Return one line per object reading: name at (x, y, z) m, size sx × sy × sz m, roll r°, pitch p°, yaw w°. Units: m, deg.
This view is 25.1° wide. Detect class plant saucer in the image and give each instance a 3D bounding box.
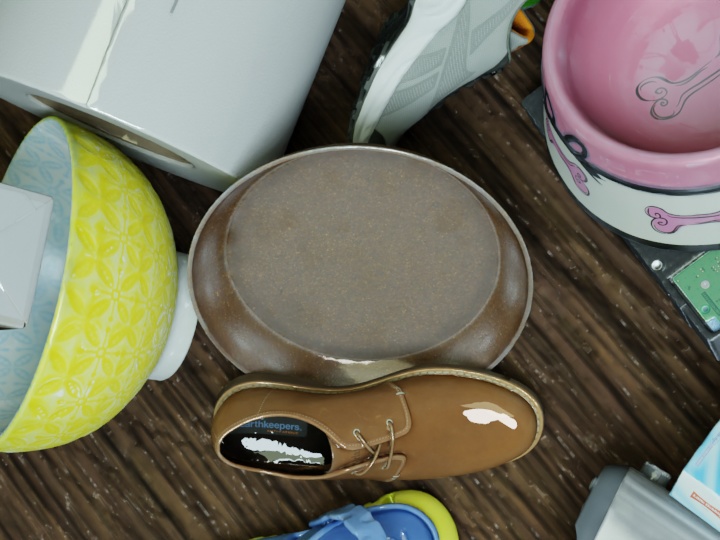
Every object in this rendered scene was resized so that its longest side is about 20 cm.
plant saucer at (0.000, 0.000, 0.933) m, size 0.198 × 0.201 × 0.035 m, roll -10°, pitch 40°, yaw 11°

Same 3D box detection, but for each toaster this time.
toaster at (0.152, 0.213, 0.881) m, size 0.128 × 0.114 × 0.201 m, roll 26°, pitch 86°, yaw 13°

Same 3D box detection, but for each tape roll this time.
tape roll at (-0.122, -0.144, 0.956) m, size 0.201 × 0.203 × 0.140 m, roll 21°, pitch 85°, yaw 15°

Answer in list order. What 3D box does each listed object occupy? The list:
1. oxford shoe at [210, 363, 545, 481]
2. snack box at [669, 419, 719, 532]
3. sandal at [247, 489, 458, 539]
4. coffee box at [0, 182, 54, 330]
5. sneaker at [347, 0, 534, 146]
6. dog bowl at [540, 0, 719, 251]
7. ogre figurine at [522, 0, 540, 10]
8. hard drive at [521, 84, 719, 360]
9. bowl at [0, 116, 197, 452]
oxford shoe at (0.010, 0.099, 0.941) m, size 0.198 × 0.071 × 0.072 m, roll -3°, pitch 106°, yaw 3°
snack box at (0.269, 0.078, 0.871) m, size 0.116 × 0.037 × 0.200 m, roll 35°, pitch 63°, yaw 15°
sandal at (-0.042, 0.185, 0.945) m, size 0.199 × 0.087 × 0.080 m, roll -29°, pitch 78°, yaw 9°
coffee box at (-0.270, -0.012, 0.959) m, size 0.112 × 0.200 × 0.081 m, roll 15°, pitch 81°, yaw -26°
sneaker at (0.049, -0.127, 0.940) m, size 0.079 × 0.201 × 0.074 m, roll 25°, pitch 45°, yaw -10°
dog bowl at (0.188, -0.116, 0.889) m, size 0.198 × 0.074 × 0.202 m, roll -9°, pitch 64°, yaw 19°
ogre figurine at (0.087, -0.234, 0.966) m, size 0.120 × 0.199 × 0.098 m, roll -43°, pitch 38°, yaw 18°
hard drive at (0.201, -0.065, 0.924) m, size 0.139 × 0.038 × 0.201 m, roll -37°, pitch 57°, yaw 4°
bowl at (-0.160, 0.017, 0.975) m, size 0.107 × 0.200 × 0.202 m, roll 13°, pitch 83°, yaw -27°
